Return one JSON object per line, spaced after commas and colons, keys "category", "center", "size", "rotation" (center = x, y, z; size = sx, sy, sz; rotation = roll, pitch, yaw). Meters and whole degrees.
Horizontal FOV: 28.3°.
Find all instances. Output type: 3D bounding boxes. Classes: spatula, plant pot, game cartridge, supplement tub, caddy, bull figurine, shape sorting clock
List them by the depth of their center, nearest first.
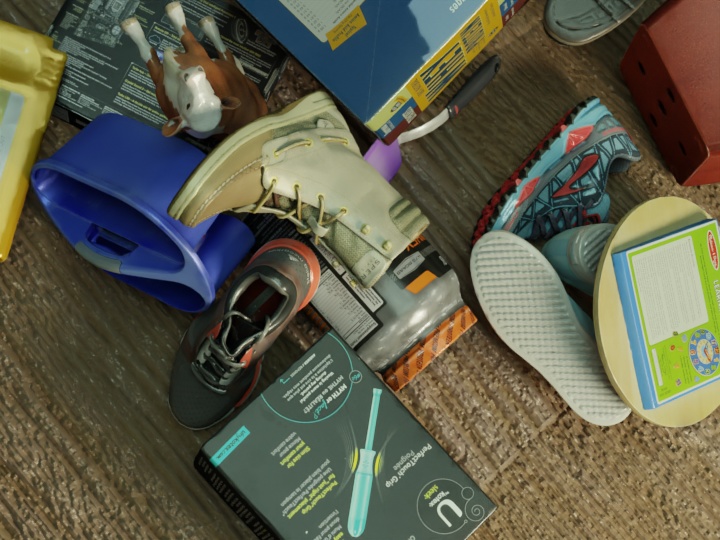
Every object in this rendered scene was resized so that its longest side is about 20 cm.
{"category": "bull figurine", "center": [-0.133, -0.154, 1.174], "size": [0.065, 0.200, 0.121], "rotation": [-28, 81, 8]}
{"category": "caddy", "center": [-0.187, -0.041, 1.185], "size": [0.200, 0.141, 0.105], "rotation": [23, 60, 32]}
{"category": "game cartridge", "center": [-0.355, -0.126, 1.197], "size": [0.176, 0.032, 0.200], "rotation": [17, 78, -16]}
{"category": "supplement tub", "center": [0.000, 0.000, 1.233], "size": [0.123, 0.123, 0.200], "rotation": [-40, 86, -16]}
{"category": "shape sorting clock", "center": [0.270, 0.036, 1.242], "size": [0.200, 0.039, 0.200], "rotation": [2, 87, -35]}
{"category": "plant pot", "center": [0.353, -0.182, 1.306], "size": [0.176, 0.200, 0.200], "rotation": [-25, 81, -3]}
{"category": "spatula", "center": [0.066, -0.138, 1.319], "size": [0.200, 0.057, 0.021], "rotation": [-41, 50, -22]}

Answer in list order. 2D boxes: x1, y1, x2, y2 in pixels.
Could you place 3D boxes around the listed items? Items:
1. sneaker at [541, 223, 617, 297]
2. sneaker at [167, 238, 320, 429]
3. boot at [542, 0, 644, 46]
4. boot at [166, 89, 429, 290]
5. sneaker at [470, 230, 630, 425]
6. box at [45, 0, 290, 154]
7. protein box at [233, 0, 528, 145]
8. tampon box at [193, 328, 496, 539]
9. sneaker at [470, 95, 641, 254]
{"category": "sneaker", "center": [0.252, 0.001, 1.303], "size": [0.200, 0.082, 0.074], "rotation": [23, 80, -28]}
{"category": "sneaker", "center": [-0.111, 0.059, 1.179], "size": [0.077, 0.082, 0.200], "rotation": [34, 114, 3]}
{"category": "boot", "center": [0.221, -0.261, 1.316], "size": [0.073, 0.151, 0.200], "rotation": [36, 73, 0]}
{"category": "boot", "center": [-0.042, -0.046, 1.112], "size": [0.155, 0.072, 0.200], "rotation": [50, 43, 3]}
{"category": "sneaker", "center": [0.163, 0.049, 1.261], "size": [0.074, 0.082, 0.200], "rotation": [-34, 96, 6]}
{"category": "box", "center": [-0.182, -0.183, 1.289], "size": [0.200, 0.044, 0.160], "rotation": [26, 74, -2]}
{"category": "protein box", "center": [0.012, -0.250, 1.209], "size": [0.200, 0.135, 0.199], "rotation": [45, 94, 7]}
{"category": "tampon box", "center": [-0.017, 0.178, 1.185], "size": [0.150, 0.126, 0.200], "rotation": [-42, 87, -15]}
{"category": "sneaker", "center": [0.184, -0.067, 1.301], "size": [0.096, 0.079, 0.200], "rotation": [42, 74, 0]}
